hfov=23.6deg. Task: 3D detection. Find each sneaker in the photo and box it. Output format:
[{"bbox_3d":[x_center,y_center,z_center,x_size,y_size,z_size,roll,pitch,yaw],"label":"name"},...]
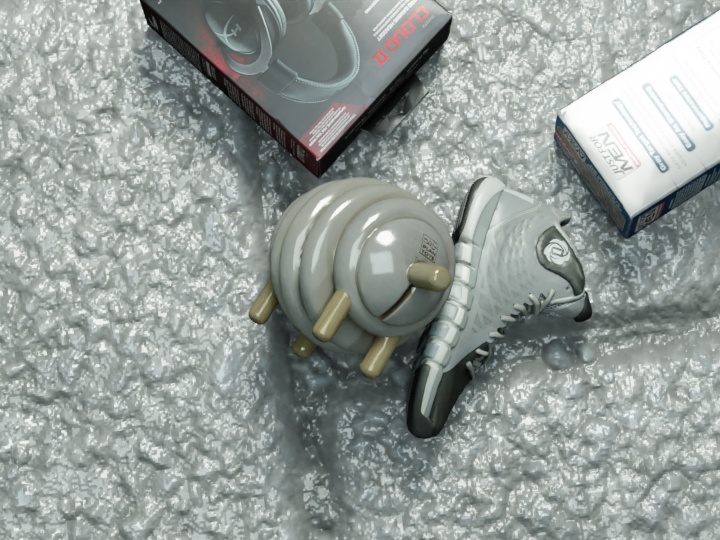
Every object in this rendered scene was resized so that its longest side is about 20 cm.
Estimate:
[{"bbox_3d":[0.109,0.038,1.259,0.115,0.075,0.201,17,82,-2],"label":"sneaker"}]

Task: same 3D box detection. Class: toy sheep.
[{"bbox_3d":[0.000,0.000,1.209,0.138,0.200,0.138,-8,104,-36],"label":"toy sheep"}]

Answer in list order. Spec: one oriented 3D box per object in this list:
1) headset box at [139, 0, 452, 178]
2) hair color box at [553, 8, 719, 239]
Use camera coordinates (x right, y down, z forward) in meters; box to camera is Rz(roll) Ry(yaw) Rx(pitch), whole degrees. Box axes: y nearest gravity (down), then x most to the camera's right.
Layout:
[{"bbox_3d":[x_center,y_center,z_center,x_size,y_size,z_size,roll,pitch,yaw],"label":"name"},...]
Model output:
[{"bbox_3d":[-0.040,-0.179,1.276,0.200,0.077,0.149,43,84,4],"label":"headset box"},{"bbox_3d":[0.253,-0.122,1.282,0.200,0.061,0.100,-32,76,-5],"label":"hair color box"}]
